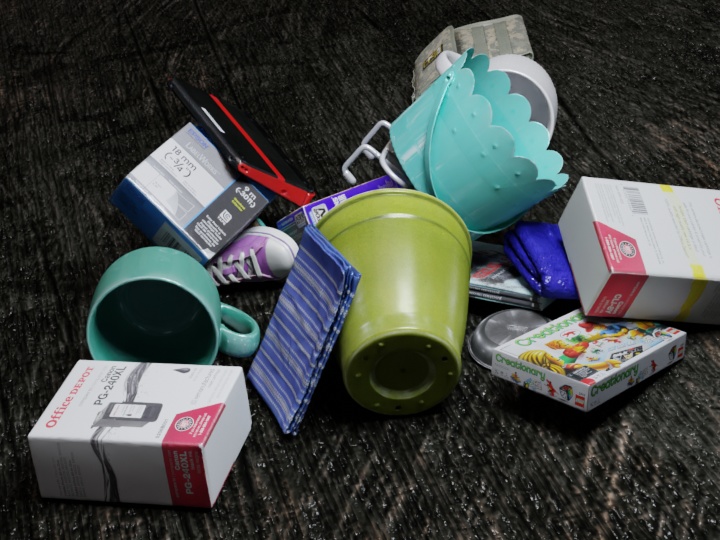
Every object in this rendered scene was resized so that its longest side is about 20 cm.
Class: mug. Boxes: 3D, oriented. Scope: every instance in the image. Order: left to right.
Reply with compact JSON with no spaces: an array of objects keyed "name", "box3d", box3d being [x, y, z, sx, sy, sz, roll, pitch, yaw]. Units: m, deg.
[{"name":"mug","box3d":[-0.226,0.060,1.632,0.152,0.185,0.115,-43,21,16]},{"name":"mug","box3d":[0.195,-0.256,2.044,0.199,0.148,0.176,33,24,-2]}]

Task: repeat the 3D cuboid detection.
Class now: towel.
[{"name":"towel","box3d":[-0.068,0.062,1.543,0.024,0.202,0.145,15,16,-30]},{"name":"towel","box3d":[0.283,-0.012,1.679,0.197,0.050,0.148,2,26,-19]}]

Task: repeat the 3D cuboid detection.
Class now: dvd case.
[{"name":"dvd case","box3d":[0.164,0.001,1.734,0.198,0.022,0.146,12,24,30]}]

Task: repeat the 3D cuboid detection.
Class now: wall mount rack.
[{"name":"wall mount rack","box3d":[0.065,-0.102,1.748,0.173,0.075,0.200,41,24,-4]}]

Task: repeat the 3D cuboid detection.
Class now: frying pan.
[{"name":"frying pan","box3d":[0.206,0.062,1.644,0.114,0.031,0.189,23,43,37]}]

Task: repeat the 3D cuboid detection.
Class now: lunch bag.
[{"name":"lunch bag","box3d":[0.175,-0.316,2.220,0.197,0.119,0.165,-10,29,6]}]

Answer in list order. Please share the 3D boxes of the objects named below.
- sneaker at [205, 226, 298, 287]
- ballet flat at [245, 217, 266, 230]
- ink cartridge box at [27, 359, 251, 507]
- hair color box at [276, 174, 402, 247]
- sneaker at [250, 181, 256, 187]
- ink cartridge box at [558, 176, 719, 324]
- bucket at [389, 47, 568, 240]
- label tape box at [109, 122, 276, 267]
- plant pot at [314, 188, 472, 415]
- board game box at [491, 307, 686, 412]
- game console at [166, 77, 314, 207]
[{"name":"sneaker","box3d":[-0.177,0.003,1.787,0.198,0.073,0.114,-3,28,31]},{"name":"ballet flat","box3d":[-0.163,-0.053,1.893,0.072,0.068,0.200,-32,33,-3]},{"name":"ink cartridge box","box3d":[-0.232,0.170,1.487,0.197,0.084,0.146,1,31,14]},{"name":"hair color box","box3d":[0.000,-0.078,1.847,0.198,0.066,0.109,-24,0,-25]},{"name":"sneaker","box3d":[-0.183,-0.100,1.838,0.086,0.077,0.201,2,29,17]},{"name":"ink cartridge box","box3d":[0.344,-0.021,1.605,0.197,0.084,0.146,4,48,-16]},{"name":"bucket","box3d":[0.139,-0.145,1.683,0.134,0.207,0.208,-36,22,21]},{"name":"label tape box","box3d":[-0.195,-0.105,1.757,0.144,0.063,0.200,44,49,-2]},{"name":"plant pot","box3d":[0.039,0.048,1.557,0.197,0.202,0.194,-7,41,0]},{"name":"board game box","box3d":[0.252,0.091,1.534,0.125,0.035,0.199,19,27,38]},{"name":"game console","box3d":[-0.156,-0.166,1.847,0.176,0.031,0.200,21,23,-53]}]
